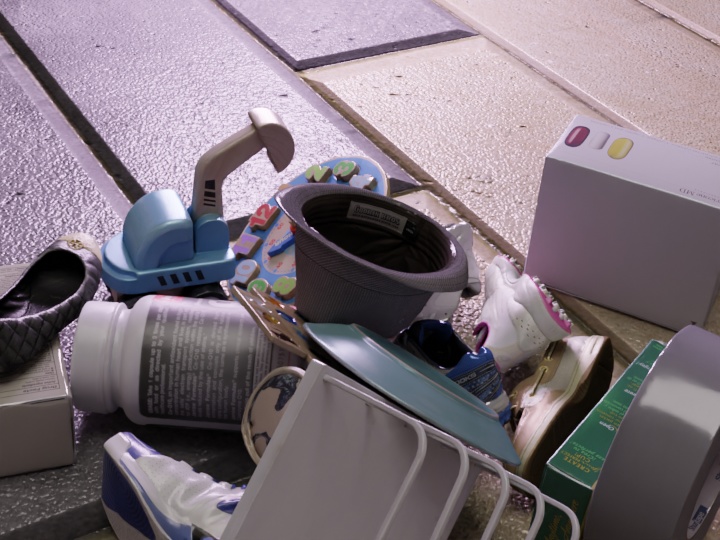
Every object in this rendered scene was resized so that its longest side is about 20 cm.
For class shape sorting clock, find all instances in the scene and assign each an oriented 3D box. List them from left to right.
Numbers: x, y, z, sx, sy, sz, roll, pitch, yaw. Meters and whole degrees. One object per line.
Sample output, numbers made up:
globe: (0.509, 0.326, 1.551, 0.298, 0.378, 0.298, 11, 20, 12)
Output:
shape sorting clock: (-0.056, -0.039, 1.175, 0.199, 0.039, 0.201, -31, 33, 23)

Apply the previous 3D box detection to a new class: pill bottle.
pill bottle: (-0.146, 0.081, 1.040, 0.197, 0.115, 0.114, 5, 35, -1)

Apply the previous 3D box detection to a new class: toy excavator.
toy excavator: (-0.160, -0.050, 1.149, 0.192, 0.202, 0.100, -10, 38, -19)

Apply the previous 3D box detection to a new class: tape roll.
tape roll: (0.247, 0.147, 0.919, 0.066, 0.202, 0.200, 24, 39, 26)

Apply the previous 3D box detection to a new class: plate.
plate: (0.045, 0.086, 0.914, 0.199, 0.026, 0.200, 33, 2, -1)

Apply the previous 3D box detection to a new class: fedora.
fedora: (0.000, 0.000, 1.017, 0.176, 0.091, 0.200, 30, 22, 16)

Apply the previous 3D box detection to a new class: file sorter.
file sorter: (0.034, 0.175, 0.800, 0.124, 0.140, 0.199, 20, -10, 48)

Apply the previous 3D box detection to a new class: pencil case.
pencil case: (-0.001, 0.134, 0.896, 0.199, 0.089, 0.078, 28, 36, -45)

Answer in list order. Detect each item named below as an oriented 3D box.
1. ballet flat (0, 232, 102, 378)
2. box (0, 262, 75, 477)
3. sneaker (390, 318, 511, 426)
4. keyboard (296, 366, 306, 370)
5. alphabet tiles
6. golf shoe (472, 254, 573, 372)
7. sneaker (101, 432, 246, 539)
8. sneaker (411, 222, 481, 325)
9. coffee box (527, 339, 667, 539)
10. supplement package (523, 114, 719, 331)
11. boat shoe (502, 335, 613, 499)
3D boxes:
ballet flat: (-0.275, 0.019, 1.025, 0.066, 0.057, 0.201, 14, 34, 7)
box: (-0.311, 0.084, 1.048, 0.094, 0.079, 0.201, -7, 37, -17)
sneaker: (0.058, 0.078, 1.070, 0.077, 0.086, 0.199, -25, 26, -35)
keyboard: (-0.024, 0.182, 0.949, 0.039, 0.104, 0.202, -30, 46, 26)
alphabet tiles: (-0.011, 0.073, 0.941, 0.199, 0.006, 0.166, 30, 7, -33)
golf shoe: (0.139, 0.041, 1.153, 0.091, 0.075, 0.200, -42, 9, 4)
sneaker: (-0.107, 0.197, 0.924, 0.199, 0.081, 0.115, 36, 41, 27)
sneaker: (0.048, 0.027, 1.163, 0.199, 0.100, 0.078, -26, 2, -28)
coffee box: (0.204, 0.157, 0.973, 0.044, 0.124, 0.200, 27, 39, 24)
supplement package: (0.290, -0.049, 1.241, 0.198, 0.157, 0.111, 19, 38, 19)
boat shoe: (0.167, 0.128, 1.061, 0.066, 0.075, 0.200, 7, 32, 31)
